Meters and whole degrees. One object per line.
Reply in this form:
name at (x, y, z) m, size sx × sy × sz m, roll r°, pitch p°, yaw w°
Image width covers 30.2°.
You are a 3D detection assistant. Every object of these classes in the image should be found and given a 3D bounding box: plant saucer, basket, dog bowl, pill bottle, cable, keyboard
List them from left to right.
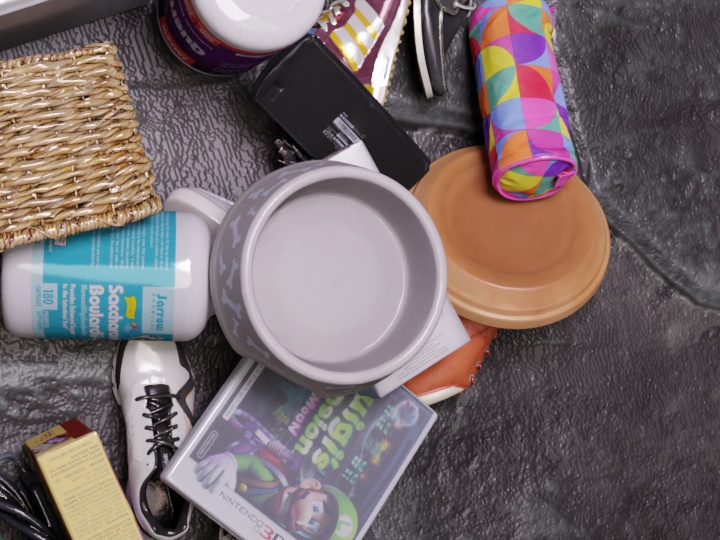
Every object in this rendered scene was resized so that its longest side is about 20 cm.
cable at (-0.322, 0.263, 1.119) m, size 0.163 × 0.051 × 0.200 m, roll -23°, pitch 97°, yaw -18°
basket at (-0.282, -0.084, 1.084) m, size 0.200 × 0.143 × 0.149 m, roll -16°, pitch 88°, yaw -22°
pill bottle at (-0.194, 0.004, 1.119) m, size 0.200 × 0.111 × 0.111 m, roll 1°, pitch 89°, yaw -8°
pill bottle at (-0.107, -0.226, 1.120) m, size 0.112 × 0.200 × 0.113 m, roll 0°, pitch 89°, yaw -19°
keyboard at (-0.028, -0.123, 1.197) m, size 0.104 × 0.040 × 0.200 m, roll -43°, pitch 129°, yaw 4°
dog bowl at (-0.020, 0.005, 1.087) m, size 0.200 × 0.059 × 0.200 m, roll 2°, pitch 86°, yaw -20°
plant saucer at (0.136, -0.041, 1.235) m, size 0.200 × 0.037 × 0.200 m, roll 3°, pitch 57°, yaw -5°

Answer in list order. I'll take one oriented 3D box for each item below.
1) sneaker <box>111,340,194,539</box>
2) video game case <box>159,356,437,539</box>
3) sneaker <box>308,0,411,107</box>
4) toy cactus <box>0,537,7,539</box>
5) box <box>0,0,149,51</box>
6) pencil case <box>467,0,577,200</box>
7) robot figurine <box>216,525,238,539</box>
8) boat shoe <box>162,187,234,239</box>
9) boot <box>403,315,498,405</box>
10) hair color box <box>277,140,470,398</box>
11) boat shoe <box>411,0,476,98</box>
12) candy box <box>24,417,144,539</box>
sneaker at (-0.171, 0.141, 1.159) m, size 0.074 × 0.080 × 0.200 m, roll -7°, pitch 90°, yaw -17°
video game case at (-0.048, 0.153, 1.167) m, size 0.182 × 0.023 × 0.200 m, roll 41°, pitch 67°, yaw -17°
sneaker at (-0.013, -0.222, 1.219) m, size 0.090 × 0.075 × 0.200 m, roll 12°, pitch 85°, yaw -24°
toy cactus at (-0.322, 0.238, 1.062) m, size 0.200 × 0.102 × 0.165 m, roll -2°, pitch 78°, yaw -5°
box at (-0.265, -0.264, 1.066) m, size 0.200 × 0.199 × 0.131 m, roll -22°, pitch 97°, yaw -18°
pencil case at (0.152, -0.165, 1.237) m, size 0.088 × 0.088 × 0.200 m, roll 6°, pitch 63°, yaw -19°
robot figurine at (-0.063, 0.222, 1.205) m, size 0.145 × 0.058 × 0.200 m, roll 12°, pitch 85°, yaw -18°
boat shoe at (-0.082, -0.022, 1.201) m, size 0.200 × 0.072 × 0.069 m, roll 31°, pitch 56°, yaw -8°
boot at (0.100, 0.057, 1.263) m, size 0.200 × 0.075 × 0.107 m, roll -24°, pitch 106°, yaw -15°
hair color box at (0.000, 0.000, 1.158) m, size 0.099 × 0.061 × 0.200 m, roll -31°, pitch 97°, yaw -17°
boat shoe at (0.080, -0.261, 1.246) m, size 0.068 × 0.072 × 0.200 m, roll 2°, pitch 88°, yaw 6°
candy box at (-0.214, 0.229, 1.122) m, size 0.056 × 0.117 × 0.200 m, roll -23°, pitch 98°, yaw -18°
